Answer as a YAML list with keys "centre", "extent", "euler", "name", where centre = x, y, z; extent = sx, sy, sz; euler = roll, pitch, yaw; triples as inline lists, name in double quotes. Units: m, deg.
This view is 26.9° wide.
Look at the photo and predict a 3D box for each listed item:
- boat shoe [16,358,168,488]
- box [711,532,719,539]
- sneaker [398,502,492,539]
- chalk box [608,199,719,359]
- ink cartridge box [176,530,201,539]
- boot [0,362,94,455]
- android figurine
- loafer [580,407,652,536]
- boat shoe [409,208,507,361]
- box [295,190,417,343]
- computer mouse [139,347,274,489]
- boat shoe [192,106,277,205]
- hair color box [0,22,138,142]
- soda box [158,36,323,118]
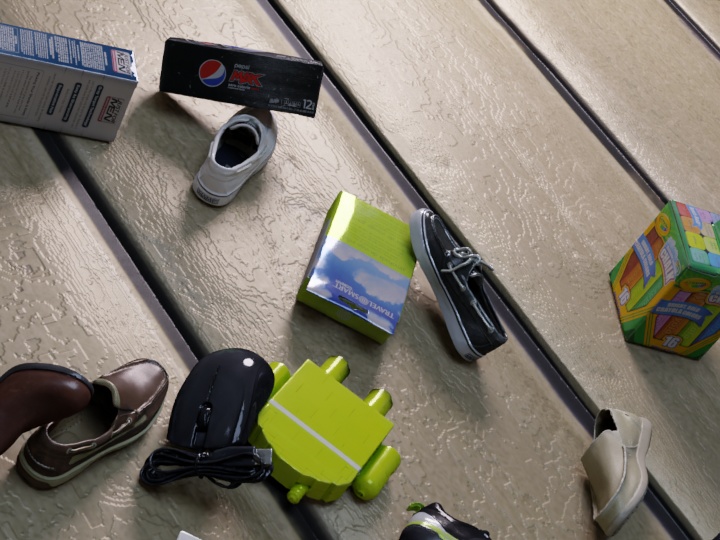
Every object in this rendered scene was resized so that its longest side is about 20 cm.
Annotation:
- centre: [-0.250, 0.139, 1.484]
  extent: [0.075, 0.075, 0.202]
  euler: [38, 40, 7]
  name: "boat shoe"
- centre: [0.471, 0.339, 1.644]
  extent: [0.107, 0.200, 0.149]
  euler: [15, 43, -19]
  name: "box"
- centre: [0.133, 0.304, 1.564]
  extent: [0.200, 0.072, 0.083]
  euler: [34, 39, 2]
  name: "sneaker"
- centre: [0.436, -0.001, 1.960]
  extent: [0.124, 0.200, 0.125]
  euler: [14, 43, -20]
  name: "chalk box"
- centre: [-0.130, 0.349, 1.344]
  extent: [0.160, 0.047, 0.200]
  euler: [28, 38, -6]
  name: "ink cartridge box"
- centre: [-0.336, 0.180, 1.338]
  extent: [0.188, 0.069, 0.200]
  euler: [-7, 44, 5]
  name: "boot"
- centre: [-0.044, 0.172, 1.607]
  extent: [0.182, 0.041, 0.200]
  euler: [36, 40, 4]
  name: "android figurine"
- centre: [0.290, 0.230, 1.742]
  extent: [0.068, 0.076, 0.200]
  euler: [29, 31, -2]
  name: "loafer"
- centre: [0.121, 0.007, 1.818]
  extent: [0.074, 0.068, 0.200]
  euler: [15, 51, -55]
  name: "boat shoe"
- centre: [0.000, 0.000, 1.801]
  extent: [0.122, 0.048, 0.200]
  euler: [27, 40, -7]
  name: "box"
- centre: [-0.142, 0.137, 1.536]
  extent: [0.138, 0.053, 0.200]
  euler: [-4, 34, 13]
  name: "computer mouse"
- centre: [-0.143, -0.156, 1.853]
  extent: [0.073, 0.065, 0.200]
  euler: [27, 40, -5]
  name: "boat shoe"
- centre: [-0.370, -0.221, 1.748]
  extent: [0.199, 0.100, 0.061]
  euler: [10, 44, -25]
  name: "hair color box"
- centre: [-0.149, -0.244, 1.885]
  extent: [0.199, 0.071, 0.063]
  euler: [9, 11, -5]
  name: "soda box"
